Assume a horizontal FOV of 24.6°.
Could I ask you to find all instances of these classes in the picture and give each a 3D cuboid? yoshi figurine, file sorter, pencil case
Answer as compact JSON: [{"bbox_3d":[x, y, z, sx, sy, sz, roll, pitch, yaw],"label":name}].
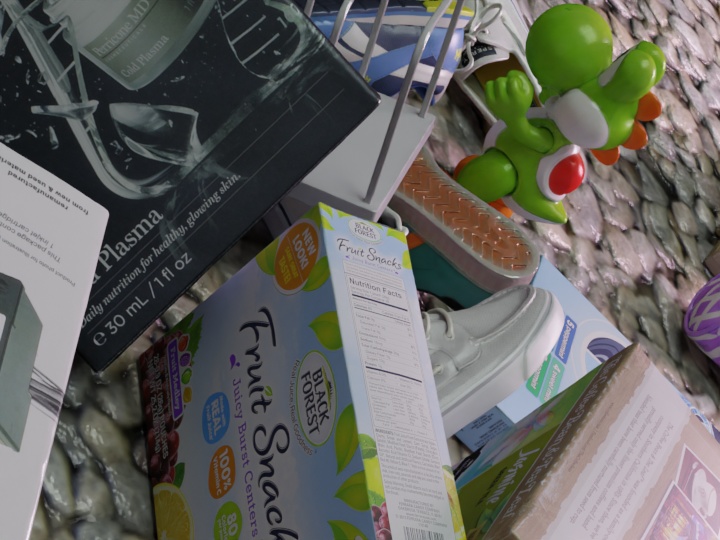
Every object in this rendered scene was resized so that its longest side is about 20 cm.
[{"bbox_3d":[0.121,-0.113,1.155,0.111,0.200,0.113,27,44,-29],"label":"yoshi figurine"},{"bbox_3d":[-0.049,-0.143,0.989,0.198,0.126,0.139,22,33,6],"label":"file sorter"},{"bbox_3d":[0.354,0.080,1.345,0.199,0.085,0.084,39,40,-16],"label":"pencil case"}]

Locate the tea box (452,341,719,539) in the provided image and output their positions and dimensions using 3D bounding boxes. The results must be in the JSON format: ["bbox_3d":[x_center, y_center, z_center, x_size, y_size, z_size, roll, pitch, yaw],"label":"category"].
[{"bbox_3d":[0.093,0.175,0.888,0.134,0.196,0.200,50,36,-2],"label":"tea box"}]

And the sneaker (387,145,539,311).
[{"bbox_3d":[0.028,-0.032,1.108,0.071,0.080,0.200,-25,59,-42],"label":"sneaker"}]

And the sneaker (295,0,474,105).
[{"bbox_3d":[-0.015,-0.152,1.141,0.198,0.083,0.074,-1,27,-23],"label":"sneaker"}]

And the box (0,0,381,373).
[{"bbox_3d":[-0.125,-0.093,0.852,0.197,0.200,0.124,46,3,-5],"label":"box"}]

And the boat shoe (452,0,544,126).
[{"bbox_3d":[0.092,-0.168,1.272,0.203,0.074,0.086,60,19,0],"label":"boat shoe"}]

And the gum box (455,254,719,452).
[{"bbox_3d":[0.163,0.112,1.145,0.200,0.044,0.170,44,37,-12],"label":"gum box"}]

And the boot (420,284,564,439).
[{"bbox_3d":[0.034,0.044,0.974,0.199,0.073,0.096,-39,112,-28],"label":"boot"}]

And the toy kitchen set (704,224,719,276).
[{"bbox_3d":[0.440,-0.023,1.457,0.181,0.163,0.200,51,37,-2],"label":"toy kitchen set"}]

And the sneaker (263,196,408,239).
[{"bbox_3d":[0.000,0.000,1.038,0.073,0.071,0.201,-18,75,-52],"label":"sneaker"}]

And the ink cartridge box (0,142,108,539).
[{"bbox_3d":[-0.196,0.061,0.714,0.084,0.146,0.202,32,41,-26],"label":"ink cartridge box"}]

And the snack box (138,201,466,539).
[{"bbox_3d":[-0.035,0.096,0.839,0.067,0.168,0.202,17,49,-38],"label":"snack box"}]
